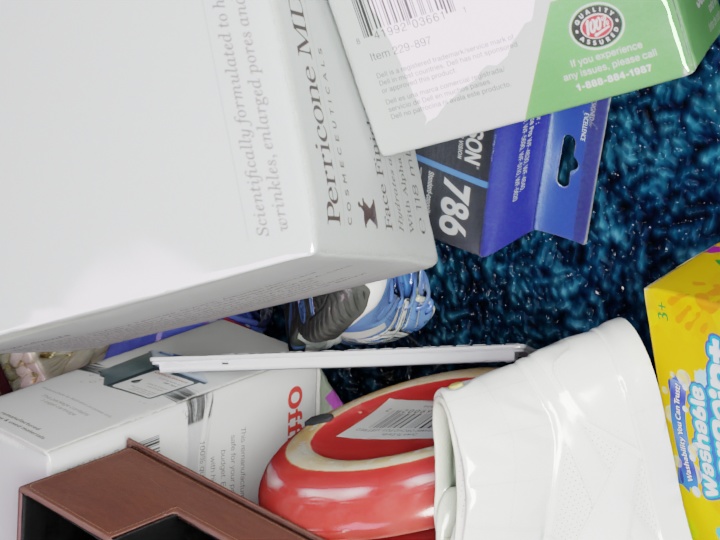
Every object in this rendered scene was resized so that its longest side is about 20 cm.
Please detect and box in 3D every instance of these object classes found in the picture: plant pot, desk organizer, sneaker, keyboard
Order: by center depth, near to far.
[{"bbox_3d":[0.091,0.132,0.860,0.074,0.115,0.201,-153,47,-76],"label":"sneaker"},{"bbox_3d":[-0.072,0.156,0.899,0.199,0.077,0.072,21,115,36],"label":"desk organizer"},{"bbox_3d":[0.047,0.159,0.973,0.200,0.200,0.183,1,112,53],"label":"plant pot"},{"bbox_3d":[0.000,0.000,0.977,0.200,0.077,0.076,141,121,-83],"label":"sneaker"},{"bbox_3d":[-0.008,0.046,0.999,0.199,0.056,0.011,-2,90,13],"label":"keyboard"}]

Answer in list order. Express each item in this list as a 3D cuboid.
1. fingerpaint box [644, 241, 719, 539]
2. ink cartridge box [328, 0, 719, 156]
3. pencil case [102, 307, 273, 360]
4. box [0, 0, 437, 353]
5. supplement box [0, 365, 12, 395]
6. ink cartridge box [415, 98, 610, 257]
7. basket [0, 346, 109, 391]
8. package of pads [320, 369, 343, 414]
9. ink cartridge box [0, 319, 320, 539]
[{"bbox_3d":[0.217,0.099,0.814,0.166,0.073,0.201,17,126,47],"label":"fingerpaint box"},{"bbox_3d":[0.051,-0.168,0.787,0.145,0.088,0.201,-14,106,26],"label":"ink cartridge box"},{"bbox_3d":[-0.133,0.087,1.197,0.078,0.087,0.201,38,105,33],"label":"pencil case"},{"bbox_3d":[-0.093,-0.078,0.849,0.199,0.131,0.200,-14,84,26],"label":"box"},{"bbox_3d":[-0.318,0.045,1.257,0.200,0.061,0.109,10,128,50],"label":"supplement box"},{"bbox_3d":[0.019,-0.072,0.925,0.199,0.039,0.100,20,135,18],"label":"ink cartridge box"},{"bbox_3d":[-0.223,0.016,1.289,0.200,0.135,0.124,-10,109,56],"label":"basket"},{"bbox_3d":[-0.026,0.174,1.195,0.200,0.068,0.155,56,145,10],"label":"package of pads"},{"bbox_3d":[-0.120,0.127,1.060,0.086,0.200,0.147,17,114,37],"label":"ink cartridge box"}]
